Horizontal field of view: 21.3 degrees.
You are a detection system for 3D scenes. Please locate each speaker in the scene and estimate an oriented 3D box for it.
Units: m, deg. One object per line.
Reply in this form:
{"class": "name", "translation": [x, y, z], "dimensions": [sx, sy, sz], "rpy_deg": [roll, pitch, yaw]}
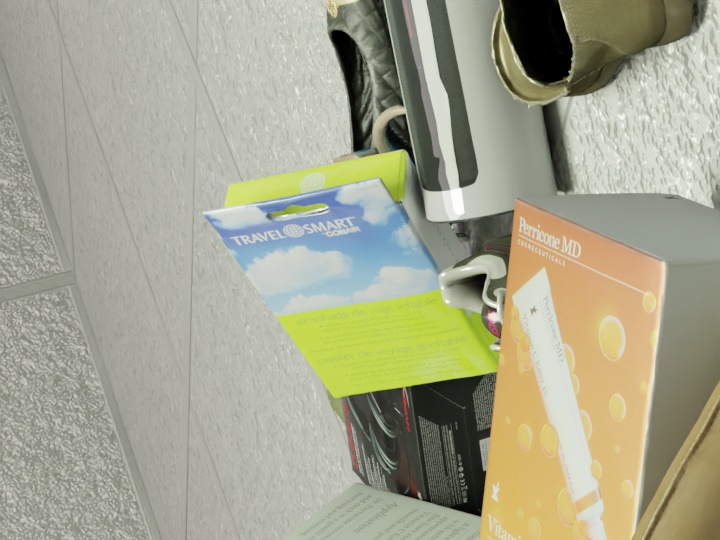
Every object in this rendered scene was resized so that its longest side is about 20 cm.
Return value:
{"class": "speaker", "translation": [0.057, -0.134, 1.097], "dimensions": [0.081, 0.081, 0.202], "rpy_deg": [-162, 60, -72]}

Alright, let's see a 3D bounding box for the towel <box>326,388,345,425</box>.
{"class": "towel", "translation": [0.002, 0.059, 1.551], "dimensions": [0.148, 0.036, 0.201], "rpy_deg": [-129, 30, -56]}

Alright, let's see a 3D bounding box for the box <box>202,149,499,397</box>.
{"class": "box", "translation": [0.000, 0.000, 1.176], "dimensions": [0.200, 0.121, 0.048], "rpy_deg": [57, -149, -45]}

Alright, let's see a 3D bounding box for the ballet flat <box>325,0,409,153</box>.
{"class": "ballet flat", "translation": [0.001, -0.117, 1.355], "dimensions": [0.066, 0.056, 0.202], "rpy_deg": [-159, 56, -71]}

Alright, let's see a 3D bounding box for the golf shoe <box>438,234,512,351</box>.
{"class": "golf shoe", "translation": [0.115, 0.034, 1.027], "dimensions": [0.200, 0.087, 0.078], "rpy_deg": [-140, 40, -63]}

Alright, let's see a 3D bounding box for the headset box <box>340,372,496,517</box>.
{"class": "headset box", "translation": [0.041, 0.098, 1.368], "dimensions": [0.200, 0.077, 0.150], "rpy_deg": [-140, 38, -63]}

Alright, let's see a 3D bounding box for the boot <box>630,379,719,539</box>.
{"class": "boot", "translation": [0.164, 0.142, 0.801], "dimensions": [0.066, 0.201, 0.175], "rpy_deg": [25, 166, 45]}

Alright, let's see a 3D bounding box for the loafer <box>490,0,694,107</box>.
{"class": "loafer", "translation": [0.100, -0.127, 0.968], "dimensions": [0.200, 0.067, 0.077], "rpy_deg": [151, 104, -74]}

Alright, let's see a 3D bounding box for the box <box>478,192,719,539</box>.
{"class": "box", "translation": [0.131, 0.076, 0.875], "dimensions": [0.124, 0.097, 0.202], "rpy_deg": [28, 117, 59]}

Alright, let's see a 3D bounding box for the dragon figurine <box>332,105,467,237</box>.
{"class": "dragon figurine", "translation": [0.037, -0.054, 1.228], "dimensions": [0.059, 0.099, 0.201], "rpy_deg": [49, 148, 34]}

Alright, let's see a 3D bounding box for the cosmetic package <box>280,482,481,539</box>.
{"class": "cosmetic package", "translation": [0.035, 0.261, 1.224], "dimensions": [0.199, 0.164, 0.166], "rpy_deg": [11, 120, 38]}
